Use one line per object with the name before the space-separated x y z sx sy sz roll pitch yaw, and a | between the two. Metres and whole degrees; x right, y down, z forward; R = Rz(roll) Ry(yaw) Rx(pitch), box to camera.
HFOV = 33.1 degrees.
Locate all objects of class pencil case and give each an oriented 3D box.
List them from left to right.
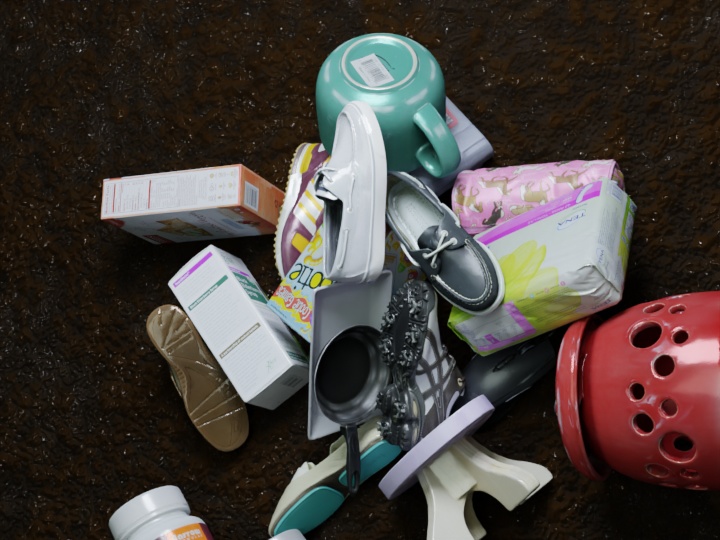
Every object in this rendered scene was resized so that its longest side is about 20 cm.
pencil case | 0.206 -0.081 1.406 0.200 0.087 0.083 -2 107 22

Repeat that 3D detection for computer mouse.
computer mouse | 0.164 0.080 1.400 0.200 0.046 0.140 -37 66 10

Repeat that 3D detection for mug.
mug | 0.039 -0.200 1.412 0.185 0.114 0.152 11 56 11

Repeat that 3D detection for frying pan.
frying pan | -0.001 0.148 1.378 0.115 0.190 0.031 -33 30 -31

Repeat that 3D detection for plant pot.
plant pot | 0.306 0.124 1.249 0.182 0.200 0.201 -3 76 26

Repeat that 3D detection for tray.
tray | -0.017 0.095 1.394 0.022 0.107 0.200 37 133 48

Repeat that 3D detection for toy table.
toy table | 0.113 0.231 1.325 0.184 0.200 0.117 -33 74 -24

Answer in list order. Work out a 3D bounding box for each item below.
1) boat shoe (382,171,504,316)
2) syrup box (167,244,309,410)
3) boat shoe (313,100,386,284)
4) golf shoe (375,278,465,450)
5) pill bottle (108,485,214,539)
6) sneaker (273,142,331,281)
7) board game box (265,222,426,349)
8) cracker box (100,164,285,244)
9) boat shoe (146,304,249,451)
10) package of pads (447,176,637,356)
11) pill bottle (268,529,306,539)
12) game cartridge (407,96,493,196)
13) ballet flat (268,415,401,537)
boat shoe | 0.079 -0.031 1.300 0.076 0.060 0.200 -48 54 9
syrup box | -0.148 0.070 1.512 0.081 0.079 0.200 -40 66 9
boat shoe | -0.017 -0.085 1.321 0.072 0.068 0.200 12 102 62
golf shoe | 0.073 0.103 1.367 0.078 0.094 0.200 33 122 53
pill bottle | -0.216 0.367 1.447 0.114 0.114 0.200 -37 67 10
sneaker | -0.047 -0.066 1.508 0.090 0.075 0.200 1 78 27
board game box | 0.000 0.000 1.444 0.103 0.105 0.200 36 91 43
cracker box | -0.211 -0.081 1.546 0.200 0.134 0.058 -4 76 22
boat shoe | -0.203 0.135 1.528 0.072 0.072 0.200 -33 88 -7
package of pads | 0.195 -0.002 1.311 0.200 0.068 0.155 -26 29 37
pill bottle | -0.048 0.397 1.372 0.111 0.111 0.200 -42 65 8
game cartridge | 0.052 -0.175 1.494 0.133 0.041 0.200 -37 65 -8
ballet flat | -0.034 0.242 1.438 0.200 0.069 0.069 -38 66 7
